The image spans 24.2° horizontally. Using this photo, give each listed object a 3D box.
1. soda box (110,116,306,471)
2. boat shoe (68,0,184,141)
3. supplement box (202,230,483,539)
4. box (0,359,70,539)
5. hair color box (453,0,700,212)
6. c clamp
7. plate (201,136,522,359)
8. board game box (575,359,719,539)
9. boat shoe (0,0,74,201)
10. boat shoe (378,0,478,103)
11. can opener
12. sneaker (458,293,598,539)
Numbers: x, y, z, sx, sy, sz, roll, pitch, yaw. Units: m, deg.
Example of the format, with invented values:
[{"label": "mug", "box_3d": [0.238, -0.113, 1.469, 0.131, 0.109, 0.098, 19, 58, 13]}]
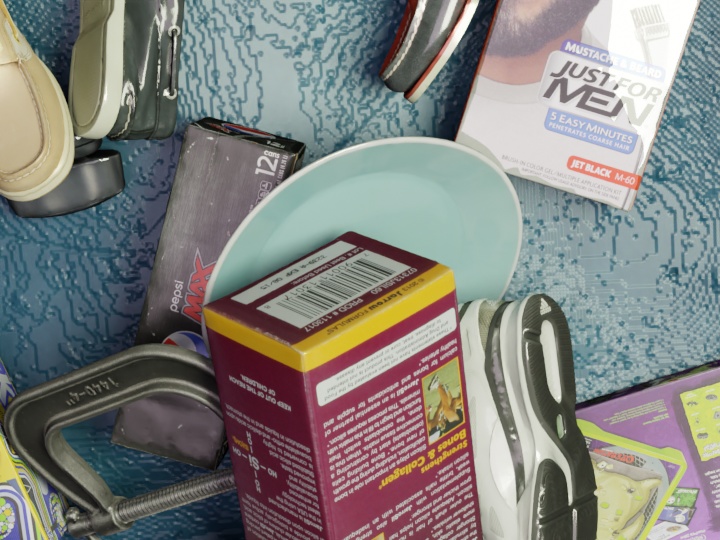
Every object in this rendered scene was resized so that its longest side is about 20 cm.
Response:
[{"label": "soda box", "box_3d": [-0.091, 0.013, 1.010, 0.071, 0.063, 0.200, 15, 100, 2]}, {"label": "boat shoe", "box_3d": [-0.122, -0.170, 0.981, 0.066, 0.074, 0.200, 11, 75, -32]}, {"label": "supplement box", "box_3d": [-0.005, 0.095, 0.918, 0.110, 0.086, 0.200, -28, 123, -34]}, {"label": "box", "box_3d": [-0.250, 0.085, 1.030, 0.064, 0.070, 0.200, -23, 97, 6]}, {"label": "hair color box", "box_3d": [0.133, -0.146, 0.968, 0.111, 0.064, 0.200, 17, 99, 3]}, {"label": "c clamp", "box_3d": [-0.120, 0.115, 0.988, 0.200, 0.027, 0.171, -27, 116, 38]}, {"label": "plate", "box_3d": [0.000, 0.000, 0.972, 0.200, 0.026, 0.200, -15, 133, -17]}, {"label": "board game box", "box_3d": [0.173, 0.131, 1.027, 0.200, 0.032, 0.120, -18, 93, 8]}, {"label": "boat shoe", "box_3d": [-0.230, -0.128, 0.958, 0.074, 0.069, 0.200, -34, 68, 4]}, {"label": "boat shoe", "box_3d": [0.047, -0.196, 0.960, 0.063, 0.071, 0.200, 20, 94, -14]}, {"label": "can opener", "box_3d": [-0.245, -0.060, 1.011, 0.200, 0.063, 0.079, -9, 98, 6]}, {"label": "sneaker", "box_3d": [0.071, 0.114, 0.996, 0.115, 0.076, 0.201, -2, 96, 34]}]
